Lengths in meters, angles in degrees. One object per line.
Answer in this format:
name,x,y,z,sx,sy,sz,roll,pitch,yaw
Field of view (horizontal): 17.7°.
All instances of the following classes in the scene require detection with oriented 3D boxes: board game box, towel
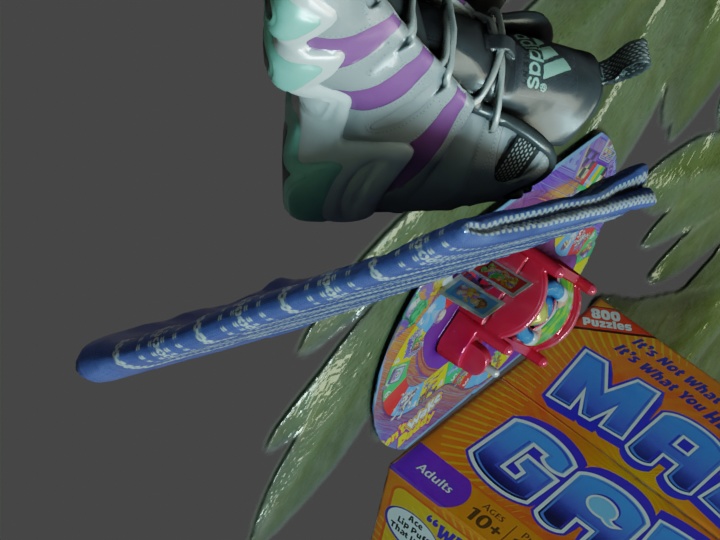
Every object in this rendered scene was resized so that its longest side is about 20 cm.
board game box,0.135,0.184,1.331,0.200,0.200,0.200,-35,151,-37
towel,0.000,0.000,0.897,0.199,0.024,0.145,-20,177,36
board game box,0.086,0.023,1.216,0.200,0.039,0.158,-36,151,-36

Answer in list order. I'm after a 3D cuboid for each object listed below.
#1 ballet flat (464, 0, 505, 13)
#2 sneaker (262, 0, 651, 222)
ballet flat,0.046,-0.185,0.864,0.066,0.057,0.201,-2,124,-28
sneaker,0.037,-0.083,0.844,0.200,0.139,0.078,85,6,-66
